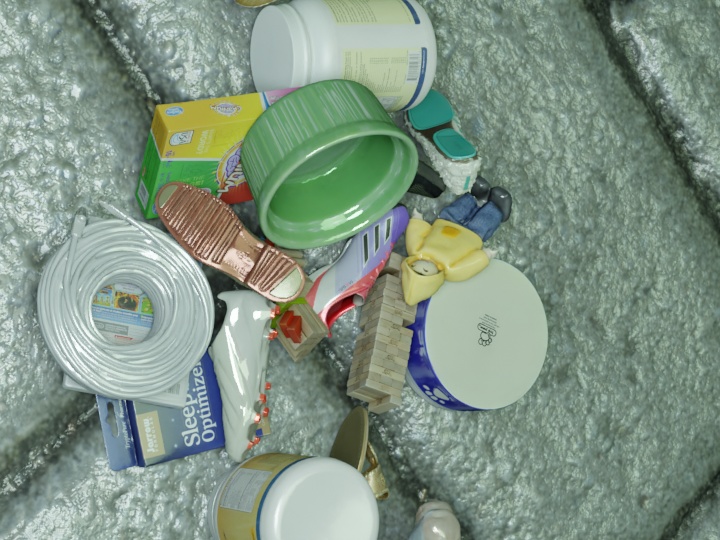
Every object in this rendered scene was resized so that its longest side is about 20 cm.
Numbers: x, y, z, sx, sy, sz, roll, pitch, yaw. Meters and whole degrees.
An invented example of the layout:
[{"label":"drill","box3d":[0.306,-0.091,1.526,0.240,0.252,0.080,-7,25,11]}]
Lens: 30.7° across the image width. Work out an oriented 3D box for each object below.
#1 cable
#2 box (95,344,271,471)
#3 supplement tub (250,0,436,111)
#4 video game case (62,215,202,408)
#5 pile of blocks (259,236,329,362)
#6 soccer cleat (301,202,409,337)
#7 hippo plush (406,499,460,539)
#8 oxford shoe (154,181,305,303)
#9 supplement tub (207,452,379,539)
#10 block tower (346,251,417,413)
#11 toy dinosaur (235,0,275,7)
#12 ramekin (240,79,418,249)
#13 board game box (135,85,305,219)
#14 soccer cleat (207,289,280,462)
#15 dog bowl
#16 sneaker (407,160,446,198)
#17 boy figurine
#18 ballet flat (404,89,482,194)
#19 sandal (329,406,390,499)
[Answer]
[{"label":"cable","box3d":[-0.263,0.044,1.458,0.199,0.069,0.201,30,65,-17]},{"label":"box","box3d":[-0.208,0.157,1.543,0.198,0.032,0.122,-12,91,-29]},{"label":"supplement tub","box3d":[-0.022,-0.266,1.619,0.198,0.145,0.147,-7,89,-29]},{"label":"video game case","box3d":[-0.258,0.048,1.509,0.142,0.018,0.202,13,70,-23]},{"label":"pile of blocks","box3d":[-0.104,0.010,1.577,0.062,0.082,0.202,6,66,-58]},{"label":"soccer cleat","box3d":[0.000,0.000,1.627,0.200,0.073,0.068,-44,151,-14]},{"label":"hippo plush","box3d":[0.036,0.364,1.605,0.159,0.200,0.161,-1,84,-6]},{"label":"oxford shoe","box3d":[-0.153,-0.026,1.507,0.200,0.074,0.071,39,82,0]},{"label":"supplement tub","box3d":[-0.083,0.284,1.504,0.143,0.200,0.146,3,84,-28]},{"label":"block tower","box3d":[0.031,0.073,1.650,0.057,0.054,0.202,21,64,-25]},{"label":"toy dinosaur","box3d":[-0.102,-0.344,1.587,0.101,0.198,0.059,-50,140,-37]},{"label":"ramekin","box3d":[-0.042,-0.125,1.508,0.198,0.201,0.098,-12,57,-29]},{"label":"board game box","box3d":[-0.154,-0.139,1.532,0.198,0.154,0.041,-13,58,-28]},{"label":"soccer cleat","box3d":[-0.144,0.121,1.534,0.077,0.069,0.202,8,92,7]},{"label":"dog bowl","box3d":[0.146,0.083,1.719,0.198,0.079,0.202,3,84,-29]},{"label":"sneaker","box3d":[0.014,-0.106,1.668,0.198,0.076,0.115,17,88,-32]},{"label":"boy figurine","box3d":[0.107,-0.036,1.655,0.124,0.065,0.200,33,55,19]},{"label":"ballet flat","box3d":[0.102,-0.161,1.685,0.071,0.201,0.072,-7,125,-10]},{"label":"sandal","box3d":[0.001,0.277,1.605,0.069,0.077,0.213,27,53,-25]}]
